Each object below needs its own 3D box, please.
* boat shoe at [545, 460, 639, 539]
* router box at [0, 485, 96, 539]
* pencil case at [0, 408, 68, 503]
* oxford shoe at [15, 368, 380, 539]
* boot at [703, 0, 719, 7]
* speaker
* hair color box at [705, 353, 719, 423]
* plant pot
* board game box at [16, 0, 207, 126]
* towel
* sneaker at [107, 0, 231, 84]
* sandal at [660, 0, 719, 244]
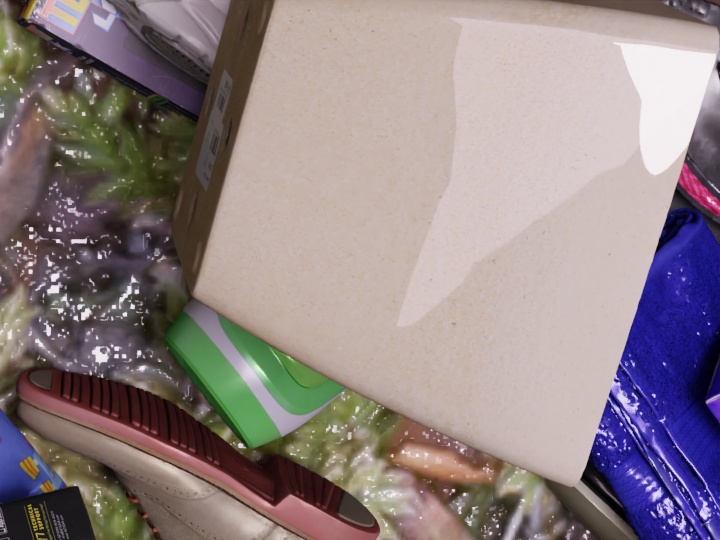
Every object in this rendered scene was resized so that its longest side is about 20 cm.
[{"bbox_3d":[0.178,0.146,1.215,0.201,0.074,0.063,39,84,-19],"label":"boat shoe"},{"bbox_3d":[-0.192,0.201,1.082,0.149,0.051,0.201,-12,133,-14],"label":"router box"},{"bbox_3d":[-0.225,0.071,1.100,0.200,0.078,0.087,51,53,-13],"label":"pencil case"},{"bbox_3d":[-0.092,0.116,1.146,0.200,0.070,0.075,28,102,-9],"label":"oxford shoe"},{"bbox_3d":[0.249,-0.220,1.192,0.186,0.064,0.201,9,83,-1],"label":"boot"},{"bbox_3d":[0.000,0.000,1.150,0.200,0.088,0.089,-38,103,-8],"label":"speaker"},{"bbox_3d":[0.259,0.096,1.144,0.065,0.109,0.200,-28,111,35],"label":"hair color box"},{"bbox_3d":[0.020,-0.047,1.000,0.176,0.200,0.201,15,101,-12],"label":"plant pot"},{"bbox_3d":[-0.052,-0.170,1.136,0.165,0.057,0.200,30,88,-13],"label":"board game box"},{"bbox_3d":[0.183,0.081,1.154,0.148,0.049,0.200,-42,103,-37],"label":"towel"},{"bbox_3d":[-0.107,-0.172,1.064,0.200,0.078,0.100,36,80,-23],"label":"sneaker"},{"bbox_3d":[0.187,-0.071,1.211,0.075,0.045,0.201,-22,100,-12],"label":"sandal"}]
